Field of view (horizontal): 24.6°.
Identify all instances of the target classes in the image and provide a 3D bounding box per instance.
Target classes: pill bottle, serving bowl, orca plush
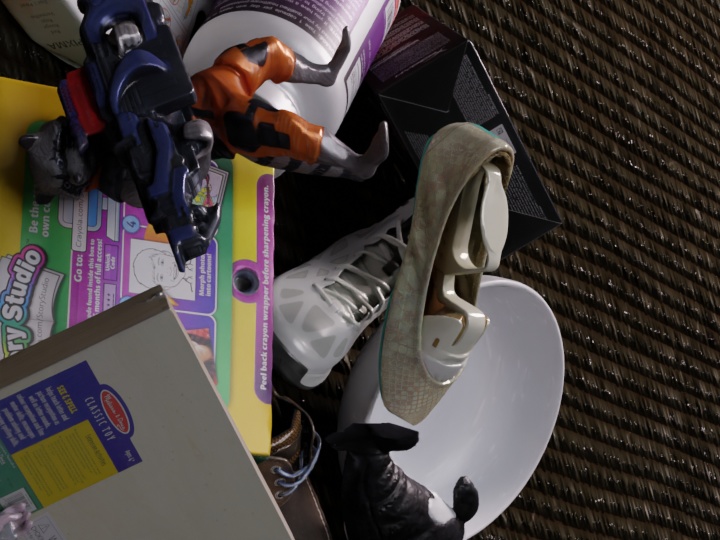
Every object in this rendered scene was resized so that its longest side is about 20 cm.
[{"bbox_3d":[-0.049,-0.149,1.102,0.113,0.112,0.201,54,38,-26],"label":"pill bottle"},{"bbox_3d":[0.055,0.092,1.167,0.199,0.066,0.202,-19,120,-36],"label":"serving bowl"},{"bbox_3d":[0.039,0.174,1.072,0.201,0.104,0.071,86,-17,-47],"label":"orca plush"}]

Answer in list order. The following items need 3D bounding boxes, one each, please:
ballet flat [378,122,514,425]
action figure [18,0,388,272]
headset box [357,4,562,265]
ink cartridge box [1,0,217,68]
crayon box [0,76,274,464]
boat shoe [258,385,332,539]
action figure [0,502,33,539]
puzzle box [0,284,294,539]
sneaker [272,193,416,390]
[{"bbox_3d":[0.056,0.008,1.043,0.067,0.062,0.202,-3,106,-45],"label":"ballet flat"},{"bbox_3d":[-0.084,-0.060,0.887,0.105,0.192,0.201,94,-15,-51],"label":"action figure"},{"bbox_3d":[0.058,-0.102,1.198,0.149,0.075,0.200,61,-1,-20],"label":"headset box"},{"bbox_3d":[-0.158,-0.193,1.058,0.200,0.050,0.163,60,35,-48],"label":"ink cartridge box"},{"bbox_3d":[-0.138,0.006,0.939,0.171,0.058,0.202,8,70,-24],"label":"crayon box"},{"bbox_3d":[-0.066,0.115,1.032,0.201,0.072,0.072,58,42,-21],"label":"boat shoe"},{"bbox_3d":[-0.229,0.191,0.799,0.201,0.148,0.134,61,17,13],"label":"action figure"},{"bbox_3d":[-0.124,0.113,0.883,0.025,0.132,0.201,-118,-175,-53],"label":"puzzle box"},{"bbox_3d":[0.000,0.000,1.083,0.076,0.115,0.201,50,23,-3],"label":"sneaker"}]
